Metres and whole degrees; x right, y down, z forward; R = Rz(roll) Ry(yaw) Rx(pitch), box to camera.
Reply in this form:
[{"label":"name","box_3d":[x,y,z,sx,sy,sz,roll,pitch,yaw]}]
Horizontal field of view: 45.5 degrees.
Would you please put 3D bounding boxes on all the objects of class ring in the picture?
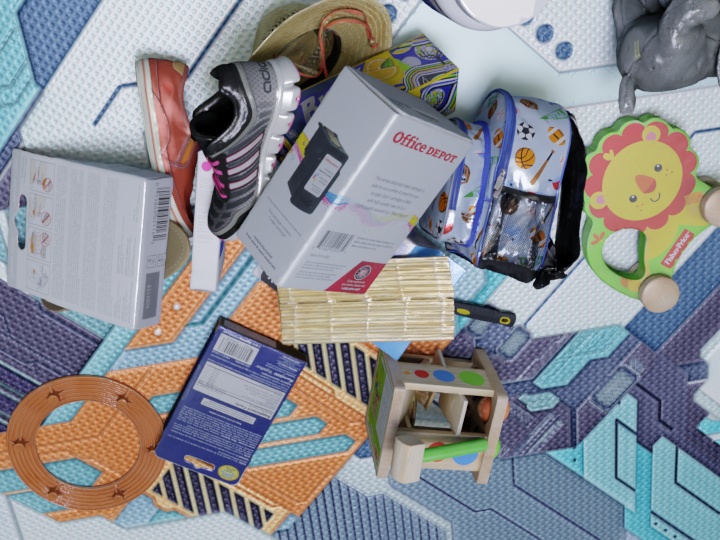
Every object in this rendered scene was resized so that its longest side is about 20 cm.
[{"label":"ring","box_3d":[-0.345,0.224,1.086,0.199,0.019,0.202,-3,113,-7]}]

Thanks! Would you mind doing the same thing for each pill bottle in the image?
[{"label":"pill bottle","box_3d":[0.114,-0.294,0.826,0.115,0.200,0.117,-3,113,-7]}]

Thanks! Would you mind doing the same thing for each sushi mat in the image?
[{"label":"sushi mat","box_3d":[0.004,0.034,0.948,0.198,0.012,0.096,-2,102,7]}]

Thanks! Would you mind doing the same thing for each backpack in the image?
[{"label":"backpack","box_3d":[0.150,-0.099,0.933,0.153,0.200,0.192,17,97,-15]}]

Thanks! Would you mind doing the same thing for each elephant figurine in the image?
[{"label":"elephant figurine","box_3d":[0.379,-0.247,0.929,0.199,0.142,0.155,11,141,-28]}]

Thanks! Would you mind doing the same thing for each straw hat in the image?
[{"label":"straw hat","box_3d":[-0.068,-0.224,0.890,0.200,0.085,0.201,-29,155,-15]}]

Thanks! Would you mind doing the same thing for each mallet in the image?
[{"label":"mallet","box_3d":[0.097,0.051,1.062,0.199,0.041,0.066,20,108,-19]}]

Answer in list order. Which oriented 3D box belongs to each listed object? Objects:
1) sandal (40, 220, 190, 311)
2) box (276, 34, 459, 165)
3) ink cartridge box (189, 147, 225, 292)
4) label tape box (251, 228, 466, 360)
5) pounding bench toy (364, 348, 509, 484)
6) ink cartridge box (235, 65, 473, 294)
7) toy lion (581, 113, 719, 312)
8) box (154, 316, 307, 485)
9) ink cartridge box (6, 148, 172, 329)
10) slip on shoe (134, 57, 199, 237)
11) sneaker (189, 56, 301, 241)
[{"label":"sandal","box_3d":[-0.265,-0.007,0.980,0.210,0.070,0.078,-20,84,21]},{"label":"box","box_3d":[0.002,-0.167,0.892,0.199,0.070,0.064,-29,149,-16]},{"label":"ink cartridge box","box_3d":[-0.159,-0.086,0.936,0.037,0.095,0.201,8,112,-6]},{"label":"label tape box","box_3d":[0.000,0.000,0.980,0.199,0.063,0.145,37,105,0]},{"label":"pounding bench toy","box_3d":[0.101,0.188,1.028,0.155,0.200,0.125,7,112,-9]},{"label":"ink cartridge box","box_3d":[-0.004,-0.080,0.838,0.145,0.083,0.200,8,124,-54]},{"label":"toy lion","box_3d":[0.335,-0.076,1.028,0.191,0.069,0.201,27,107,-10]},{"label":"box","box_3d":[-0.165,0.167,1.077,0.121,0.032,0.201,25,106,-16]},{"label":"ink cartridge box","box_3d":[-0.296,-0.039,0.928,0.199,0.047,0.161,15,105,28]},{"label":"slip on shoe","box_3d":[-0.198,-0.129,0.930,0.061,0.074,0.202,-10,111,-12]},{"label":"sneaker","box_3d":[-0.127,-0.116,0.820,0.087,0.074,0.201,2,130,-30]}]
